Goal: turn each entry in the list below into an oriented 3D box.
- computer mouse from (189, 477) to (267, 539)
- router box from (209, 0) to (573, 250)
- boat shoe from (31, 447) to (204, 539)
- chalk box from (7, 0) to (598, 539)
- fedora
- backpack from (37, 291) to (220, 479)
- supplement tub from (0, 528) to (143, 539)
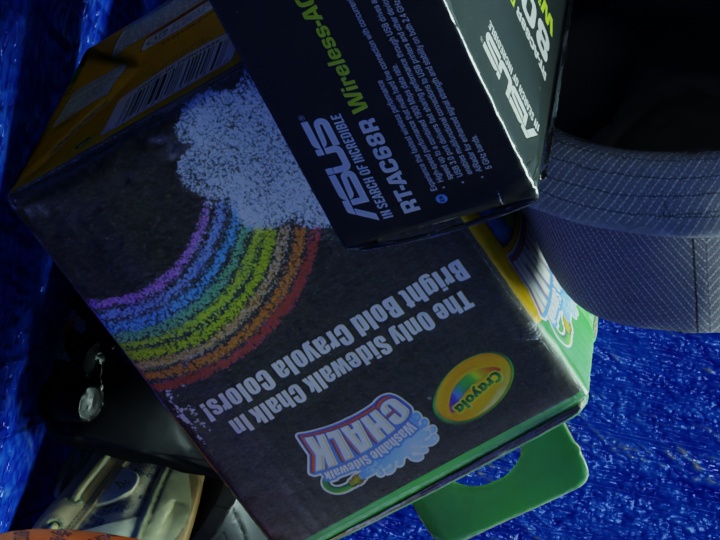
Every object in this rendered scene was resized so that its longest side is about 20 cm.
[{"bbox_3d":[-0.081,0.121,1.173,0.200,0.046,0.141,-49,-160,38],"label":"computer mouse"},{"bbox_3d":[-0.007,-0.130,0.677,0.200,0.062,0.150,61,26,-33],"label":"router box"},{"bbox_3d":[-0.099,0.086,1.048,0.200,0.062,0.074,-89,-162,-74],"label":"boat shoe"},{"bbox_3d":[0.000,0.000,0.834,0.200,0.125,0.124,54,21,-20],"label":"chalk box"},{"bbox_3d":[0.105,-0.051,0.792,0.200,0.176,0.091,-96,179,-52],"label":"fedora"},{"bbox_3d":[-0.040,-0.018,0.982,0.126,0.166,0.201,-8,-110,65],"label":"backpack"},{"bbox_3d":[-0.092,0.189,0.778,0.123,0.122,0.201,-75,177,-82],"label":"supplement tub"}]
